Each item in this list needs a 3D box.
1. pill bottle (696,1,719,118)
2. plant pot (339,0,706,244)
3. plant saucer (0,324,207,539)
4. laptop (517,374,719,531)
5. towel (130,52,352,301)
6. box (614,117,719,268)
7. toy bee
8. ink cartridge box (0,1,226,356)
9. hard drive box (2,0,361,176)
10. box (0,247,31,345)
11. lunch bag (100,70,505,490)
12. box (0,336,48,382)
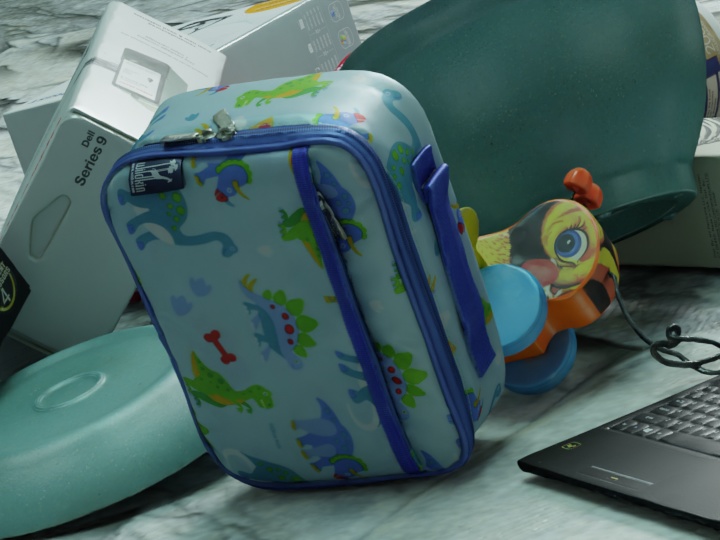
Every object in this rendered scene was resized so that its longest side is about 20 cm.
[{"bbox_3d":[0.145,-0.103,1.891,0.110,0.112,0.200,-3,18,41],"label":"pill bottle"},{"bbox_3d":[0.104,-0.079,1.602,0.199,0.135,0.200,-20,-11,-4],"label":"plant pot"},{"bbox_3d":[-0.148,0.077,1.572,0.199,0.036,0.200,-20,18,6],"label":"plant saucer"},{"bbox_3d":[0.185,0.024,1.334,0.199,0.104,0.177,-20,14,-24],"label":"laptop"},{"bbox_3d":[-0.073,-0.055,1.820,0.144,0.023,0.200,-36,-7,-27],"label":"towel"},{"bbox_3d":[0.178,-0.046,1.712,0.082,0.069,0.199,-24,16,-36],"label":"box"},{"bbox_3d":[0.089,0.007,1.508,0.198,0.109,0.131,5,-25,2],"label":"toy bee"},{"bbox_3d":[-0.152,-0.051,1.744,0.084,0.146,0.200,26,22,-8],"label":"ink cartridge box"},{"bbox_3d":[-0.110,-0.112,1.954,0.155,0.077,0.200,-11,15,33],"label":"hard drive box"},{"bbox_3d":[-0.291,0.070,1.629,0.199,0.049,0.162,-17,33,32],"label":"box"},{"bbox_3d":[-0.022,0.006,1.417,0.160,0.201,0.083,-3,30,27],"label":"lunch bag"},{"bbox_3d":[-0.283,0.062,1.793,0.116,0.061,0.199,-26,17,-38],"label":"box"}]
